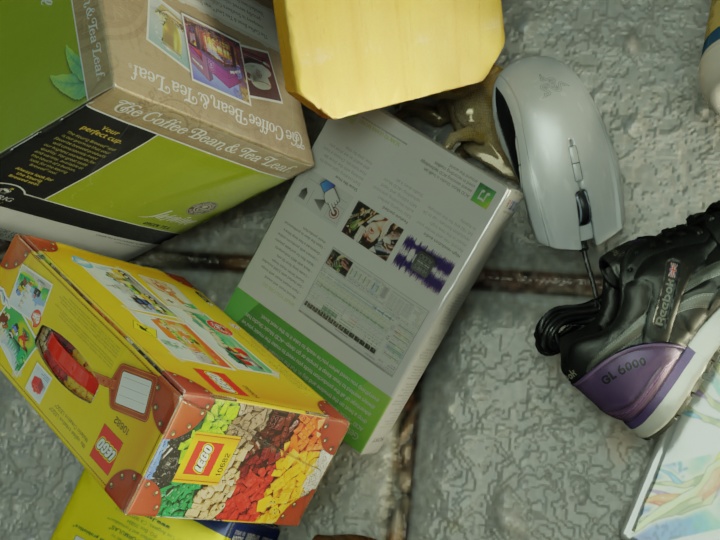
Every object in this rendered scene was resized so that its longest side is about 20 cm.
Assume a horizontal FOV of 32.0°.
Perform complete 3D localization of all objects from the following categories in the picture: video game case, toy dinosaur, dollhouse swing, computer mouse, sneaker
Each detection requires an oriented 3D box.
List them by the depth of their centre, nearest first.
[{"bbox_3d":[0.199,-0.002,0.779,0.087,0.076,0.201,34,85,-2],"label":"sneaker"},{"bbox_3d":[0.284,0.115,0.790,0.180,0.022,0.202,23,81,17],"label":"video game case"},{"bbox_3d":[0.139,-0.053,0.833,0.108,0.044,0.203,-16,80,-9],"label":"computer mouse"},{"bbox_3d":[-0.016,-0.223,0.841,0.198,0.178,0.181,-19,34,-29],"label":"dollhouse swing"},{"bbox_3d":[0.069,-0.125,0.895,0.100,0.058,0.203,-19,79,-10],"label":"toy dinosaur"}]

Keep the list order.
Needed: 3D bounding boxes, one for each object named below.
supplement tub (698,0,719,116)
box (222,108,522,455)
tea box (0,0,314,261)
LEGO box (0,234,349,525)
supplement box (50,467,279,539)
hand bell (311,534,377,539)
[{"bbox_3d":[0.303,-0.196,0.807,0.142,0.145,0.203,11,78,14],"label":"supplement tub"},{"bbox_3d":[0.000,0.000,0.845,0.143,0.036,0.202,34,98,24],"label":"box"},{"bbox_3d":[-0.169,-0.111,0.827,0.195,0.199,0.136,-22,70,27],"label":"tea box"},{"bbox_3d":[-0.127,0.068,0.786,0.199,0.148,0.078,36,102,40],"label":"LEGO box"},{"bbox_3d":[-0.150,0.232,0.805,0.108,0.109,0.202,22,81,17],"label":"supplement box"},{"bbox_3d":[0.054,0.203,0.794,0.197,0.104,0.106,10,77,27],"label":"hand bell"}]
